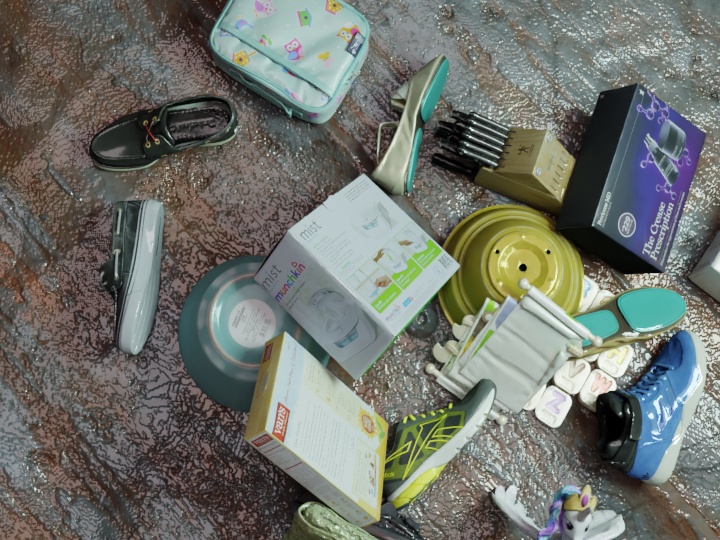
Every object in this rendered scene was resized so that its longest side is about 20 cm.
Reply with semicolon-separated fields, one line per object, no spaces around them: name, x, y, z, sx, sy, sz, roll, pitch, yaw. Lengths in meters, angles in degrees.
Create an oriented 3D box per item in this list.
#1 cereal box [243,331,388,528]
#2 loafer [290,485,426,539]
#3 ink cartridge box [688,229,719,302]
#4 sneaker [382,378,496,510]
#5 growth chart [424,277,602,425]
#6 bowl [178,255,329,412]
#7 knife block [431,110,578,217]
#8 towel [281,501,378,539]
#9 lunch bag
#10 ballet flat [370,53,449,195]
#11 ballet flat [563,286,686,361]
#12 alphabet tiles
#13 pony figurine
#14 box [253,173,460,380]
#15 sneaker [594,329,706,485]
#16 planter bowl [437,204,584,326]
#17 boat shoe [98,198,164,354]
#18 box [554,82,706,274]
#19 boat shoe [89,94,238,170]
cereal box;-0.046;0.185;1.257;0.200;0.039;0.145;44;35;-29
loafer;0.012;0.296;1.304;0.197;0.072;0.064;16;76;17
ink cartridge box;0.554;-0.033;1.432;0.145;0.084;0.201;37;78;3
sneaker;0.087;0.201;1.341;0.085;0.075;0.200;42;85;10
growth chart;0.181;0.102;1.347;0.144;0.018;0.200;42;120;0
bowl;-0.128;0.069;1.340;0.197;0.105;0.205;1;78;-6
knife block;0.191;-0.139;1.442;0.174;0.199;0.065;10;73;44
towel;-0.001;0.351;1.278;0.198;0.149;0.037;29;51;2
lunch bag;-0.091;-0.295;1.432;0.198;0.077;0.162;30;77;1
ballet flat;0.060;-0.200;1.436;0.068;0.070;0.203;18;77;-1
ballet flat;0.323;0.069;1.389;0.197;0.063;0.070;-12;66;-20
alphabet tiles;0.253;0.092;1.415;0.198;0.015;0.197;32;77;3
pony figurine;0.238;0.339;1.283;0.163;0.193;0.204;7;90;-2
box;0.000;0.000;1.317;0.176;0.097;0.200;42;37;4
sneaker;0.359;0.158;1.372;0.110;0.077;0.203;23;83;-18
planter bowl;0.199;0.004;1.379;0.196;0.084;0.204;1;78;-4
boat shoe;-0.292;0.007;1.364;0.070;0.072;0.203;3;68;5
box;0.352;-0.116;1.409;0.140;0.079;0.203;26;76;-25
boat shoe;-0.256;-0.182;1.403;0.198;0.063;0.075;-14;82;-6
